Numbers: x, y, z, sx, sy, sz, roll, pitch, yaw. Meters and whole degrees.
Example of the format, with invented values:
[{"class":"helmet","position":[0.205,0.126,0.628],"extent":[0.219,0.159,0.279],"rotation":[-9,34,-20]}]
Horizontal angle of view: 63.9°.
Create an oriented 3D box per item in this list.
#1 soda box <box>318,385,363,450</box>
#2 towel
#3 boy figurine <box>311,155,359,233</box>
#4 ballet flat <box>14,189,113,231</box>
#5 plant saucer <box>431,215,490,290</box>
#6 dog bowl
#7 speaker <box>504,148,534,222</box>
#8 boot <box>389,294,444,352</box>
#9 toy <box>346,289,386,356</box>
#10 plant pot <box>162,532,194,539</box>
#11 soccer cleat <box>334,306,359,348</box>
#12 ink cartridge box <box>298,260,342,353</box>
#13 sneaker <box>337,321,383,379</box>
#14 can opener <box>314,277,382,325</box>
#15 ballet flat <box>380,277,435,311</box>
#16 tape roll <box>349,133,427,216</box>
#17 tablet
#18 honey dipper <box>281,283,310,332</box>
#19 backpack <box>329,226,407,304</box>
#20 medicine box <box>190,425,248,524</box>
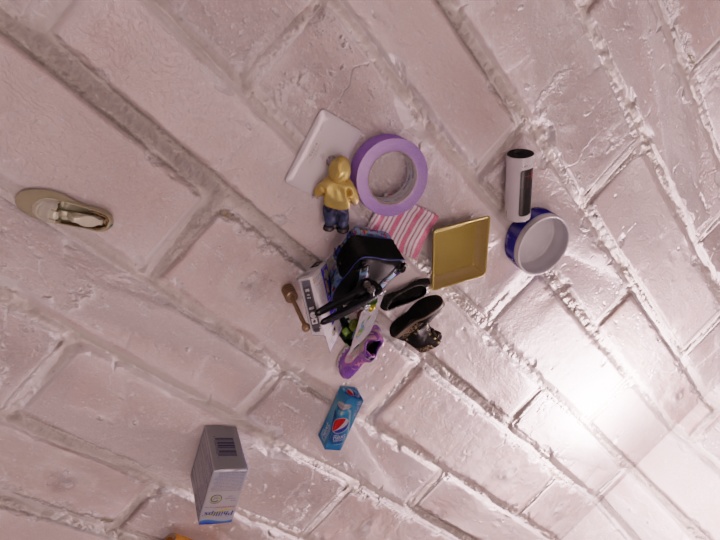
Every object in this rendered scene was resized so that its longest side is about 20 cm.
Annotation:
[{"class":"soda box","position":[-0.064,0.471,1.842],"extent":[0.063,0.068,0.203],"rotation":[12,111,-30]},{"class":"towel","position":[0.115,-0.122,1.627],"extent":[0.197,0.030,0.148],"rotation":[18,107,-31]},{"class":"boy figurine","position":[-0.063,-0.195,1.464],"extent":[0.122,0.065,0.203],"rotation":[6,122,5]},{"class":"ballet flat","position":[-0.637,-0.125,1.250],"extent":[0.197,0.070,0.070],"rotation":[12,111,-29]},{"class":"plant saucer","position":[0.289,-0.059,1.727],"extent":[0.197,0.048,0.204],"rotation":[-15,121,-21]},{"class":"dog bowl","position":[0.556,-0.092,1.821],"extent":[0.196,0.079,0.204],"rotation":[-11,120,-19]},{"class":"speaker","position":[0.463,-0.249,1.692],"extent":[0.080,0.081,0.203],"rotation":[-15,121,-16]},{"class":"boot","position":[0.205,0.170,1.789],"extent":[0.199,0.074,0.150],"rotation":[-39,128,17]},{"class":"toy","position":[0.003,0.137,1.600],"extent":[0.115,0.047,0.202],"rotation":[-40,161,-39]},{"class":"plant pot","position":[-0.550,0.924,1.798],"extent":[0.200,0.200,0.183],"rotation":[-44,110,3]},{"class":"soccer cleat","position":[-0.059,0.146,1.659],"extent":[0.067,0.081,0.201],"rotation":[-36,126,-2]},{"class":"ink cartridge box","position":[-0.102,0.093,1.510],"extent":[0.043,0.198,0.204],"rotation":[-12,100,9]},{"class":"sneaker","position":[0.004,0.253,1.744],"extent":[0.080,0.089,0.202],"rotation":[27,104,-35]},{"class":"can opener","position":[-0.025,0.081,1.434],"extent":[0.198,0.063,0.079],"rotation":[-30,152,-34]},{"class":"ballet flat","position":[0.147,0.078,1.732],"extent":[0.197,0.057,0.068],"rotation":[-23,124,-18]},{"class":"tape roll","position":[0.074,-0.248,1.503],"extent":[0.196,0.066,0.204],"rotation":[-7,114,-16]},{"class":"tablet","position":[-0.093,-0.286,1.451],"extent":[0.129,0.014,0.202],"rotation":[21,106,-33]},{"class":"honey dipper","position":[-0.165,0.099,1.511],"extent":[0.037,0.200,0.039],"rotation":[-11,123,-18]},{"class":"backpack","position":[0.000,0.000,1.559],"extent":[0.180,0.136,0.201],"rotation":[3,138,-39]},{"class":"medicine box","position":[-0.413,0.588,1.671],"extent":[0.101,0.182,0.203],"rotation":[8,113,-28]}]
